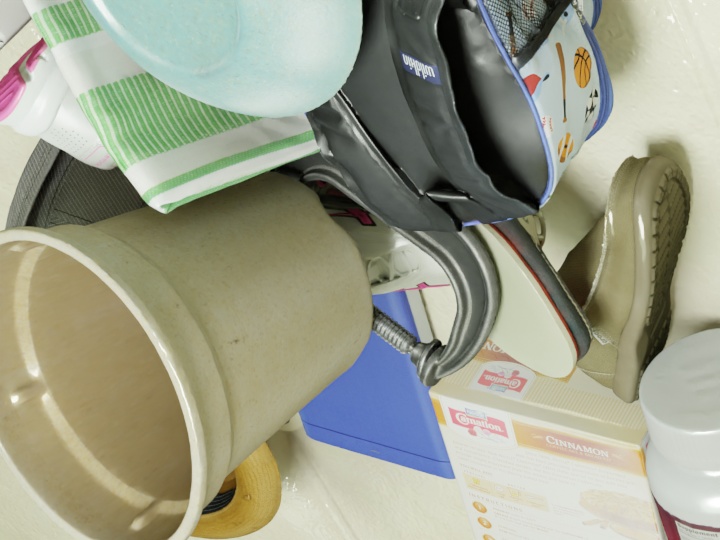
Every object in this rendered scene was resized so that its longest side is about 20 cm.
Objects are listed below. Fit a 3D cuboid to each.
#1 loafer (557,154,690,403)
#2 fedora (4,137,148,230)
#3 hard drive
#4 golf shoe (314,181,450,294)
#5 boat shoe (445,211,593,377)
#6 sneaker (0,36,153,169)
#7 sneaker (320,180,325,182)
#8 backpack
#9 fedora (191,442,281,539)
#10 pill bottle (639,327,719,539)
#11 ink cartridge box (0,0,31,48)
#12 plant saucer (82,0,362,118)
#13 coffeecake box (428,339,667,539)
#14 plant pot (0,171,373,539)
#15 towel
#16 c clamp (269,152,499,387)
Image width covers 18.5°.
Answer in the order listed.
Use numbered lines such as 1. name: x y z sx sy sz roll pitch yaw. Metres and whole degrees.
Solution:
1. loafer: 0.147 0.005 1.293 0.067 0.076 0.201 18 142 15
2. fedora: -0.144 -0.036 1.402 0.090 0.178 0.200 22 -175 13
3. hard drive: -0.004 0.056 1.534 0.131 0.025 0.201 14 140 31
4. golf shoe: 0.011 -0.009 1.384 0.199 0.092 0.073 1 132 39
5. boat shoe: 0.072 -0.028 1.280 0.200 0.062 0.071 51 144 13
6. sneaker: -0.134 -0.130 1.273 0.088 0.200 0.081 40 141 -16
7. sneaker: -0.071 -0.098 1.346 0.200 0.098 0.071 34 144 1
8. backpack: 0.040 -0.120 1.172 0.199 0.154 0.191 2 125 47
9. fedora: -0.136 0.118 1.675 0.200 0.082 0.201 18 139 17
10. pill bottle: 0.234 0.138 1.341 0.109 0.110 0.201 8 135 35
11. ink cartridge box: -0.242 -0.174 1.362 0.085 0.146 0.200 44 146 -10
12. plant saucer: -0.091 -0.152 1.104 0.200 0.039 0.202 26 141 24
13. coffeecake box: 0.145 0.140 1.457 0.153 0.073 0.201 13 140 31
14. plant pot: -0.098 0.037 1.272 0.200 0.183 0.201 24 128 35
15. towel: -0.109 -0.138 1.227 0.023 0.152 0.201 -33 83 49
16. c clamp: 0.000 0.000 1.314 0.200 0.027 0.172 33 133 28
